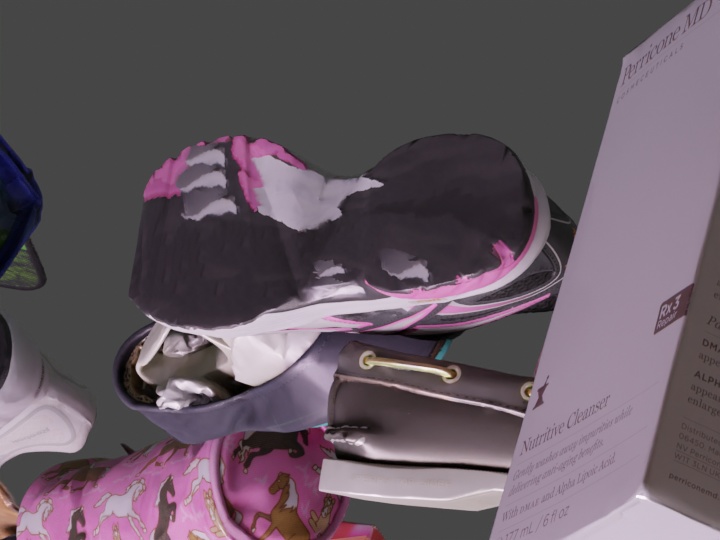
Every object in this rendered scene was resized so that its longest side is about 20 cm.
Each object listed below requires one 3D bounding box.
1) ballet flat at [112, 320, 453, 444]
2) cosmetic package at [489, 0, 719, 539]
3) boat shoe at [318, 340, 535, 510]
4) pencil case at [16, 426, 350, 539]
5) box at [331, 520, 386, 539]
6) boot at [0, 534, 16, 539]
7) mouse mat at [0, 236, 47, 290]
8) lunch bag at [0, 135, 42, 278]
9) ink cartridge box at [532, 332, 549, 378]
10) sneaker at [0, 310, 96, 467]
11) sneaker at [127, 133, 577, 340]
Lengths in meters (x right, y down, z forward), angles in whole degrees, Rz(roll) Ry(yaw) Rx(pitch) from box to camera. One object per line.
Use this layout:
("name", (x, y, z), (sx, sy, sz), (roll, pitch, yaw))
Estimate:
("ballet flat", (-0.043, 0.032, 1.165), (0.073, 0.073, 0.200), (31, 154, -26))
("cosmetic package", (0.116, 0.010, 0.866), (0.081, 0.201, 0.113), (24, 151, -15))
("boat shoe", (0.085, 0.060, 1.034), (0.201, 0.061, 0.072), (2, 172, 9))
("pencil case", (-0.085, 0.112, 1.326), (0.083, 0.087, 0.200), (7, 163, -34))
("box", (-0.019, 0.211, 1.472), (0.102, 0.095, 0.200), (5, 151, 25))
("boot", (-0.167, 0.218, 1.611), (0.164, 0.066, 0.200), (-7, 150, 25))
("mouse mat", (-0.241, -0.046, 1.203), (0.199, 0.008, 0.161), (10, 153, 12))
("lunch bag", (-0.238, -0.028, 1.083), (0.169, 0.128, 0.200), (3, -179, 18))
("ink cartridge box", (0.154, 0.104, 1.162), (0.146, 0.083, 0.200), (9, 153, 17))
("sneaker", (-0.211, 0.070, 1.349), (0.199, 0.075, 0.081), (-6, 155, 41))
("sneaker", (0.000, 0.000, 1.067), (0.199, 0.081, 0.086), (3, 162, 39))
